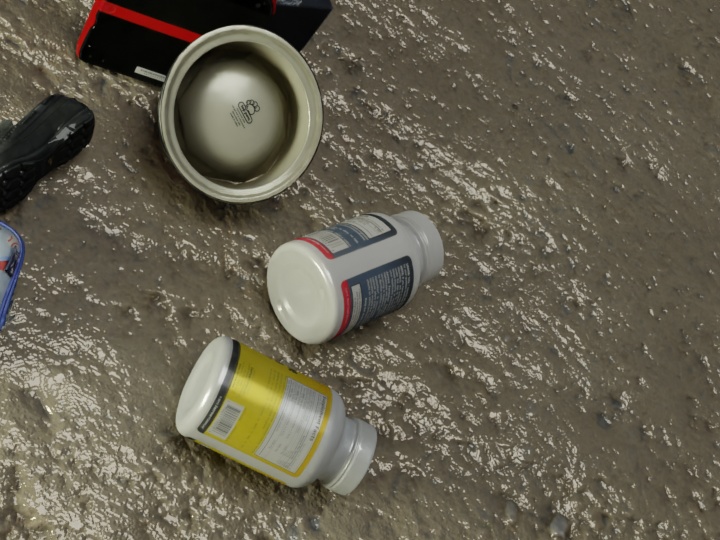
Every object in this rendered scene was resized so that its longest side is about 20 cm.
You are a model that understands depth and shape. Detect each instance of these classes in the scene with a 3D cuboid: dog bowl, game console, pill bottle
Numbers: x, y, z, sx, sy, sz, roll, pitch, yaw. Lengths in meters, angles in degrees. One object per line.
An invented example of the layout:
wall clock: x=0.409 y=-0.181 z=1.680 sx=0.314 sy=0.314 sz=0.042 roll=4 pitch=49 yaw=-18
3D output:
dog bowl: x=-0.146 y=-0.179 z=1.618 sx=0.197 sy=0.074 sz=0.204 roll=-2 pitch=96 yaw=-23
game console: x=-0.211 y=-0.289 z=1.630 sx=0.198 sy=0.178 sz=0.031 roll=16 pitch=39 yaw=-24
pill bottle: x=-0.086 y=0.159 z=1.473 sx=0.198 sy=0.112 sz=0.113 roll=28 pitch=50 yaw=-17
pill bottle: x=0.000 y=0.000 z=1.627 sx=0.199 sy=0.120 sz=0.121 roll=-21 pitch=75 yaw=-40

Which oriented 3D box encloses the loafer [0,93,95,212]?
loafer: x=-0.368 y=-0.125 z=1.498 sx=0.070 sy=0.069 sz=0.201 roll=32 pitch=48 yaw=13

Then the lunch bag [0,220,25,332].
lunch bag: x=-0.429 y=0.004 z=1.366 sx=0.198 sy=0.076 sz=0.162 roll=25 pitch=53 yaw=-18

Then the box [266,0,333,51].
box: x=-0.165 y=-0.381 z=1.756 sx=0.198 sy=0.117 sz=0.199 roll=-2 pitch=63 yaw=-36
